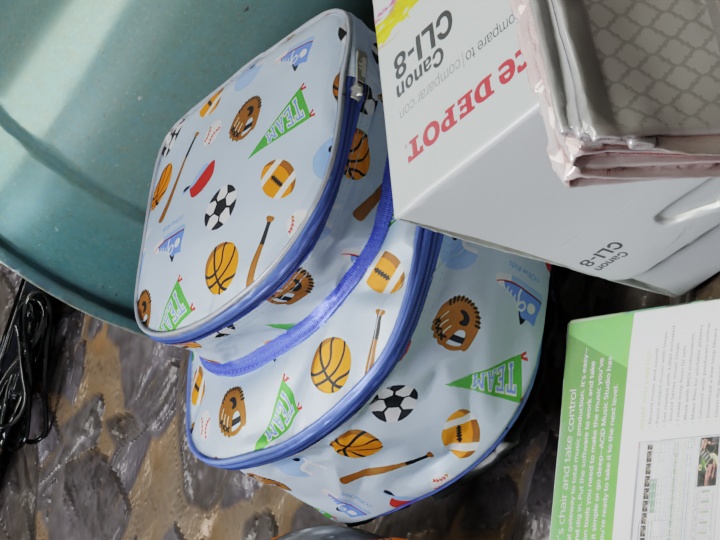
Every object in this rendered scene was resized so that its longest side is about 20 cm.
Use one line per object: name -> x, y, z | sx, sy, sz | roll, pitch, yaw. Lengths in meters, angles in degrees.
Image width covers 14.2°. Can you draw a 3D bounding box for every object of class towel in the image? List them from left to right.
towel -> 0.135, -0.124, 0.969 | 0.032, 0.190, 0.201 | 116, 146, -59

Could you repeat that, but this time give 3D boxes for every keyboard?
keyboard -> -0.186, 0.061, 1.597 | 0.104, 0.039, 0.201 | -107, 35, -76

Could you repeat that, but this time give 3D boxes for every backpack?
backpack -> 0.000, 0.000, 1.179 | 0.200, 0.154, 0.191 | -37, 44, 46

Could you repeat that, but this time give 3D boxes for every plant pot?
plant pot -> -0.089, -0.102, 1.352 | 0.196, 0.200, 0.200 | -56, 36, 18

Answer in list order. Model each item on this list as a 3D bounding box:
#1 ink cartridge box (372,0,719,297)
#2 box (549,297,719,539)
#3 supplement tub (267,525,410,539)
ink cartridge box -> 0.099, -0.117, 1.079 | 0.145, 0.144, 0.201 | -38, 49, 44
box -> 0.139, 0.081, 1.047 | 0.200, 0.036, 0.145 | -10, 70, 56
supplement tub -> -0.036, 0.176, 1.210 | 0.200, 0.122, 0.123 | -23, 59, 52
